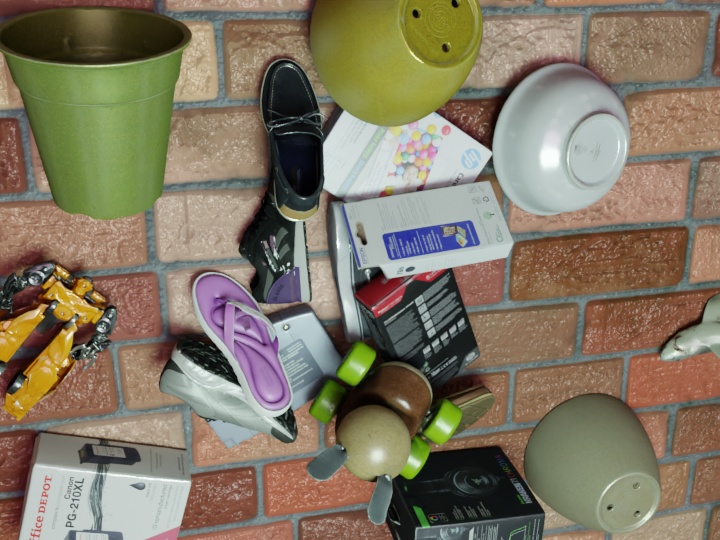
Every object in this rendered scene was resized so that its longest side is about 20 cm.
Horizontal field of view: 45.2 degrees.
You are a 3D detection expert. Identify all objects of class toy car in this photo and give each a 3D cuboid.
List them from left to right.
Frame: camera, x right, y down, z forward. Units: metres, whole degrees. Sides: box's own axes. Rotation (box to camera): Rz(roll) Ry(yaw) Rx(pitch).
[{"bbox_3d":[0.010,0.217,1.060,0.164,0.200,0.158,33,124,-1],"label":"toy car"}]

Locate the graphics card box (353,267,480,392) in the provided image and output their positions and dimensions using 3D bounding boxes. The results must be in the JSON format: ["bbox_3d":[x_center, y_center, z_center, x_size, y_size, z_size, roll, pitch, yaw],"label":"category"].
[{"bbox_3d":[0.079,0.073,1.139,0.125,0.051,0.201,-37,130,-14],"label":"graphics card box"}]

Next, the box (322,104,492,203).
[{"bbox_3d":[0.045,-0.139,1.099,0.199,0.041,0.156,30,100,-23],"label":"box"}]

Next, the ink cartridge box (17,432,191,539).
[{"bbox_3d":[-0.337,0.305,1.136,0.199,0.084,0.146,11,106,-18],"label":"ink cartridge box"}]

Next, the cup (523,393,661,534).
[{"bbox_3d":[0.363,0.307,1.287,0.199,0.143,0.202,-5,111,-13],"label":"cup"}]

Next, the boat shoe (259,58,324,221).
[{"bbox_3d":[-0.075,-0.159,1.008,0.074,0.062,0.202,-1,75,-16],"label":"boat shoe"}]

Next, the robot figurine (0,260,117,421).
[{"bbox_3d":[-0.393,0.079,1.054,0.145,0.058,0.200,40,96,-24],"label":"robot figurine"}]

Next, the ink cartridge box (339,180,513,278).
[{"bbox_3d":[0.079,-0.049,1.066,0.198,0.100,0.039,-8,150,-11],"label":"ink cartridge box"}]

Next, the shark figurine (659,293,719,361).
[{"bbox_3d":[0.574,0.123,1.301,0.129,0.213,0.090,-62,156,-18],"label":"shark figurine"}]

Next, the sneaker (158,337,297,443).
[{"bbox_3d":[-0.166,0.165,1.107,0.200,0.074,0.079,34,108,-16],"label":"sneaker"}]

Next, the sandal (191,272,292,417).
[{"bbox_3d":[-0.137,0.083,1.077,0.082,0.050,0.203,-24,78,-38],"label":"sandal"}]

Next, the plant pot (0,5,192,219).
[{"bbox_3d":[-0.281,-0.166,0.942,0.198,0.200,0.191,-4,123,-13],"label":"plant pot"}]

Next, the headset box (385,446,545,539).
[{"bbox_3d":[0.131,0.340,1.222,0.198,0.174,0.093,-3,111,-12],"label":"headset box"}]

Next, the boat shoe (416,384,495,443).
[{"bbox_3d":[0.091,0.204,1.215,0.199,0.068,0.072,-26,146,1],"label":"boat shoe"}]

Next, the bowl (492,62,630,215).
[{"bbox_3d":[0.275,-0.159,1.105,0.200,0.090,0.203,-9,110,-24],"label":"bowl"}]

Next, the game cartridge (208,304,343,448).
[{"bbox_3d":[-0.127,0.137,1.157,0.199,0.042,0.134,-31,110,-2],"label":"game cartridge"}]

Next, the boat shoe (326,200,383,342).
[{"bbox_3d":[0.000,0.000,1.121,0.067,0.072,0.201,-12,115,-8],"label":"boat shoe"}]

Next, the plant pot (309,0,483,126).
[{"bbox_3d":[0.059,-0.267,0.973,0.199,0.142,0.202,-2,96,-22],"label":"plant pot"}]

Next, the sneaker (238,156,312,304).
[{"bbox_3d":[-0.111,-0.048,1.076,0.087,0.076,0.202,-6,111,-6],"label":"sneaker"}]
